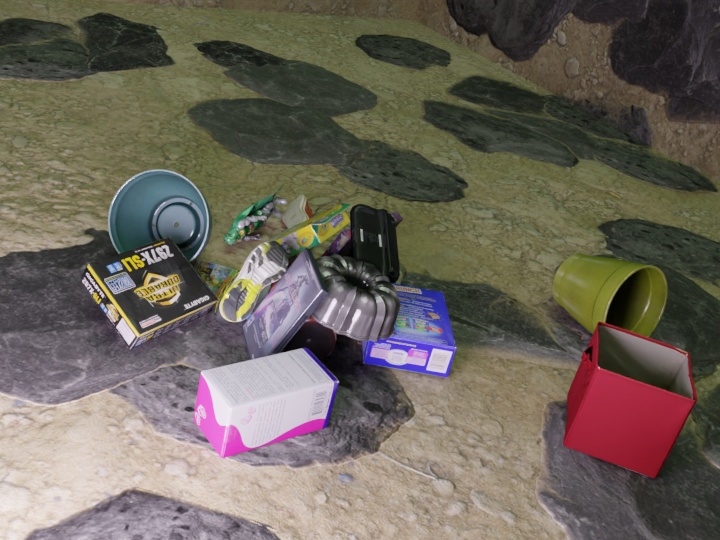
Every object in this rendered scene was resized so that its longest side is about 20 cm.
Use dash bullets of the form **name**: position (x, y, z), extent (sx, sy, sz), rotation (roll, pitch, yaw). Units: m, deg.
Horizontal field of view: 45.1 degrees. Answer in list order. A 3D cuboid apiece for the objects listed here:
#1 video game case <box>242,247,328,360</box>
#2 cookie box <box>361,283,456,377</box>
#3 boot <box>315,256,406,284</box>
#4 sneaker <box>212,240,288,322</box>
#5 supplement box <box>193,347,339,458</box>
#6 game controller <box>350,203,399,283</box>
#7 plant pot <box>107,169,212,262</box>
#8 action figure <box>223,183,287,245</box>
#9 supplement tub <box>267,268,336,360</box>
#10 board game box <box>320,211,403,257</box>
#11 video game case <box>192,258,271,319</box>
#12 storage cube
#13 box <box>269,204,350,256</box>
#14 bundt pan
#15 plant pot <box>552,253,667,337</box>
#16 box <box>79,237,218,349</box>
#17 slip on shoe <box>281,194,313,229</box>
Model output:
- **video game case**: position (-0.137, 0.072, 1.530), extent (0.019, 0.200, 0.143), rotation (29, 20, -30)
- **cookie box**: position (0.088, 0.109, 1.692), extent (0.170, 0.075, 0.200), rotation (10, 30, -8)
- **boot**: position (0.000, 0.000, 1.847), extent (0.199, 0.072, 0.155), rotation (22, 30, -2)
- **sneaker**: position (-0.212, 0.019, 1.614), extent (0.075, 0.084, 0.200), rotation (50, 52, -16)
- **supplement box**: position (-0.150, 0.206, 1.374), extent (0.199, 0.102, 0.103), rotation (-10, 37, -39)
- **game controller**: position (0.029, -0.059, 1.818), extent (0.104, 0.042, 0.201), rotation (10, 47, -15)
- **plant pot**: position (-0.382, -0.094, 1.730), extent (0.199, 0.201, 0.134), rotation (18, 2, 6)
- **action figure**: position (-0.237, -0.105, 1.909), extent (0.055, 0.118, 0.200), rotation (35, 41, 11)
- **supplement tub**: position (-0.115, 0.078, 1.615), extent (0.106, 0.107, 0.200), rotation (4, 31, -20)
- **board game box**: position (-0.001, -0.065, 1.915), extent (0.200, 0.120, 0.032), rotation (-22, 74, -49)
- **video game case**: position (-0.265, 0.037, 1.708), extent (0.199, 0.018, 0.143), rotation (17, 29, 3)
- **storage cube**: position (0.478, 0.229, 1.561), extent (0.199, 0.180, 0.171), rotation (18, 28, 7)
- **box**: position (-0.111, -0.077, 1.809), extent (0.117, 0.200, 0.048), rotation (-39, 102, -47)
- **bundt pan**: position (-0.015, 0.039, 1.572), extent (0.201, 0.076, 0.202), rotation (21, 25, -10)
- **plant pot**: position (0.537, 0.052, 1.922), extent (0.200, 0.201, 0.193), rotation (-6, 23, -34)
- **box**: position (-0.378, 0.035, 1.561), extent (0.160, 0.049, 0.200), rotation (50, 38, 11)
- **slip on shoe**: position (-0.137, -0.118, 2.011), extent (0.061, 0.074, 0.200), rotation (42, 11, -25)
